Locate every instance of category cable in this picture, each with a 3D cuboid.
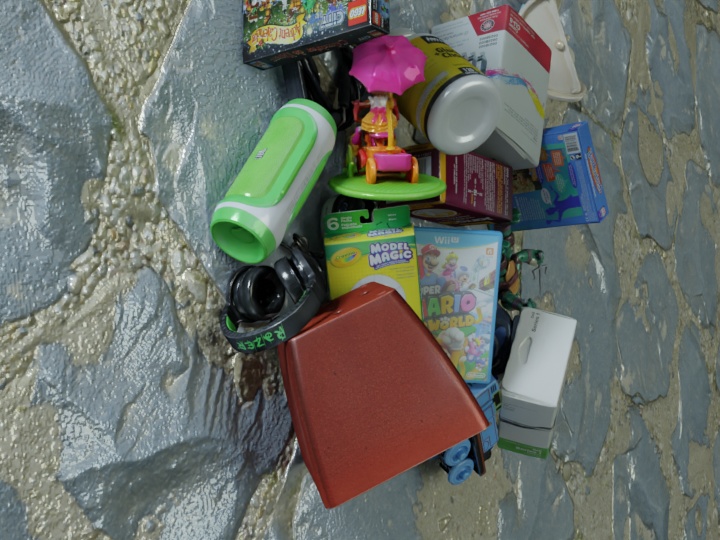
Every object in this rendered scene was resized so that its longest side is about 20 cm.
[{"bbox_3d":[-0.044,-0.281,1.171,0.163,0.050,0.203,-22,103,-54],"label":"cable"}]

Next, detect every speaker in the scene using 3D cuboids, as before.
[{"bbox_3d":[-0.098,-0.107,1.062,0.089,0.088,0.201,52,49,-34],"label":"speaker"}]

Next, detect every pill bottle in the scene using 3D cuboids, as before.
[{"bbox_3d":[0.094,-0.249,1.224,0.111,0.200,0.113,-18,134,-20],"label":"pill bottle"}]

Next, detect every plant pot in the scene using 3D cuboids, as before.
[{"bbox_3d":[0.002,0.123,1.044,0.198,0.200,0.178,-25,97,-8],"label":"plant pot"}]

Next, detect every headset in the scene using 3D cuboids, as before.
[{"bbox_3d":[-0.086,0.027,1.045,0.095,0.122,0.201,59,26,-30],"label":"headset"}]

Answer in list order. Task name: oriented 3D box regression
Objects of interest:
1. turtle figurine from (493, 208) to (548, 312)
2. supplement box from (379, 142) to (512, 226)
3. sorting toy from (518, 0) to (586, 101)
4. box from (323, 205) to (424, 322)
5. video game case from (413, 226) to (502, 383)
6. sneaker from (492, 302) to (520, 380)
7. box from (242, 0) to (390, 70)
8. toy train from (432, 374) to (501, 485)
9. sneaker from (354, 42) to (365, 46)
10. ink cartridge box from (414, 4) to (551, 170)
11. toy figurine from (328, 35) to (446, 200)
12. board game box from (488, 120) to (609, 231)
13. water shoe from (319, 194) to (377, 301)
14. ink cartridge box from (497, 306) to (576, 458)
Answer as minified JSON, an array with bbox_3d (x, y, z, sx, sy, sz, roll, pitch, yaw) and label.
[{"bbox_3d":[0.241,0.008,1.438,0.151,0.099,0.201,-82,155,-44],"label":"turtle figurine"},{"bbox_3d":[0.128,-0.121,1.326,0.199,0.109,0.087,8,81,-50],"label":"supplement box"},{"bbox_3d":[0.344,-0.420,1.643,0.180,0.106,0.202,-49,123,-50],"label":"sorting toy"},{"bbox_3d":[0.018,0.022,1.138,0.048,0.115,0.203,-96,179,-71],"label":"box"},{"bbox_3d":[0.107,0.046,1.190,0.018,0.141,0.203,-80,174,-78],"label":"video game case"},{"bbox_3d":[0.188,0.146,1.398,0.147,0.080,0.201,53,49,-35],"label":"sneaker"},{"bbox_3d":[-0.054,-0.321,1.047,0.037,0.198,0.139,8,80,-51],"label":"box"},{"bbox_3d":[0.144,0.217,1.285,0.114,0.087,0.201,-33,135,-16],"label":"toy train"},{"bbox_3d":[0.011,-0.349,1.193,0.091,0.077,0.202,53,25,-44],"label":"sneaker"},{"bbox_3d":[0.189,-0.266,1.388,0.144,0.144,0.203,28,65,-46],"label":"ink cartridge box"},{"bbox_3d":[0.031,-0.199,1.132,0.148,0.200,0.187,-2,107,-10],"label":"toy figurine"},{"bbox_3d":[0.281,-0.144,1.448,0.045,0.198,0.154,-37,115,-47],"label":"board game box"},{"bbox_3d":[0.000,0.000,1.179,0.071,0.078,0.203,-25,106,-48],"label":"water shoe"},{"bbox_3d":[0.259,0.170,1.349,0.201,0.083,0.148,79,27,-58],"label":"ink cartridge box"}]
